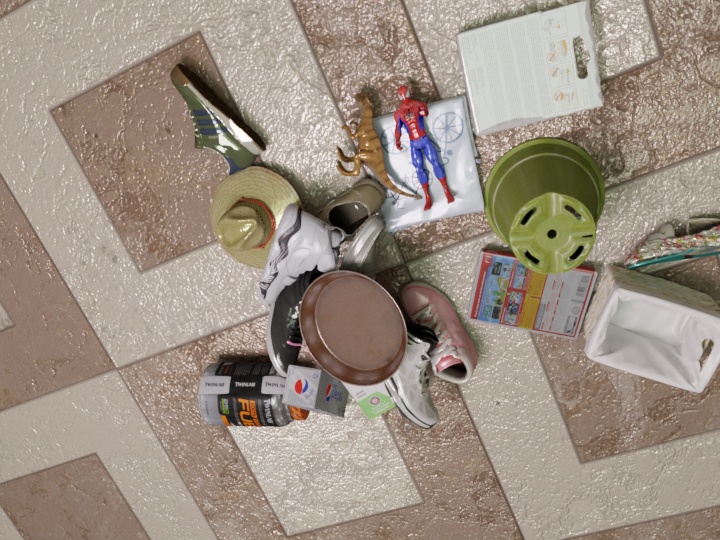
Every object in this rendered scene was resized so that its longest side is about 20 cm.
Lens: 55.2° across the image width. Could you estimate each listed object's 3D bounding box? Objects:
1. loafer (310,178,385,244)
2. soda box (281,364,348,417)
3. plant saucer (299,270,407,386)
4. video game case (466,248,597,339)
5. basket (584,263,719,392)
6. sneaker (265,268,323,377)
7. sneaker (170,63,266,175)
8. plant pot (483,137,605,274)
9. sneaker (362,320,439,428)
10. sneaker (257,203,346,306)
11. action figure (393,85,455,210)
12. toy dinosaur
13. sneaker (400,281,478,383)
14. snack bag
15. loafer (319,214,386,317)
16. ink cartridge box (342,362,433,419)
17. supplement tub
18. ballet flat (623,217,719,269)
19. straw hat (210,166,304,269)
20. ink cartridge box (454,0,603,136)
[{"bbox_3d":[-0.044,-0.084,1.186,0.076,0.068,0.199,46,121,-9],"label":"loafer"},{"bbox_3d":[-0.077,0.222,1.253,0.063,0.200,0.069,6,76,16],"label":"soda box"},{"bbox_3d":[-0.009,0.092,1.131,0.198,0.034,0.203,9,111,25],"label":"plant saucer"},{"bbox_3d":[0.295,0.042,1.199,0.197,0.018,0.145,10,122,6],"label":"video game case"},{"bbox_3d":[0.482,0.090,1.137,0.198,0.124,0.137,18,115,4],"label":"basket"},{"bbox_3d":[-0.108,0.085,1.218,0.098,0.070,0.203,-8,73,36],"label":"sneaker"},{"bbox_3d":[-0.261,-0.246,1.167,0.200,0.067,0.090,44,108,-12],"label":"sneaker"},{"bbox_3d":[0.291,-0.085,1.065,0.197,0.190,0.203,4,113,8],"label":"plant pot"},{"bbox_3d":[0.099,0.172,1.171,0.115,0.076,0.201,-31,100,25],"label":"sneaker"},{"bbox_3d":[-0.101,-0.008,1.158,0.114,0.075,0.202,20,121,-6],"label":"sneaker"},{"bbox_3d":[0.094,-0.191,1.089,0.064,0.099,0.202,-16,105,16],"label":"action figure"},{"bbox_3d":[0.016,-0.185,1.125,0.105,0.061,0.202,-17,108,16],"label":"toy dinosaur"},{"bbox_3d":[0.141,0.115,1.222,0.075,0.105,0.201,-33,102,24],"label":"sneaker"},{"bbox_3d":[0.107,-0.173,1.155,0.186,0.021,0.202,-12,109,16],"label":"snack bag"},{"bbox_3d":[0.000,0.000,1.155,0.069,0.070,0.201,31,117,8],"label":"loafer"},{"bbox_3d":[0.022,0.149,1.267,0.145,0.084,0.201,-33,102,20],"label":"ink cartridge box"},{"bbox_3d":[-0.200,0.238,1.325,0.197,0.123,0.124,-2,112,12],"label":"supplement tub"},{"bbox_3d":[0.524,-0.048,1.113,0.197,0.076,0.065,-10,79,10],"label":"ballet flat"},{"bbox_3d":[-0.200,-0.076,1.194,0.199,0.085,0.204,8,111,22],"label":"straw hat"},{"bbox_3d":[0.258,-0.310,1.061,0.197,0.050,0.163,-12,109,10],"label":"ink cartridge box"}]
